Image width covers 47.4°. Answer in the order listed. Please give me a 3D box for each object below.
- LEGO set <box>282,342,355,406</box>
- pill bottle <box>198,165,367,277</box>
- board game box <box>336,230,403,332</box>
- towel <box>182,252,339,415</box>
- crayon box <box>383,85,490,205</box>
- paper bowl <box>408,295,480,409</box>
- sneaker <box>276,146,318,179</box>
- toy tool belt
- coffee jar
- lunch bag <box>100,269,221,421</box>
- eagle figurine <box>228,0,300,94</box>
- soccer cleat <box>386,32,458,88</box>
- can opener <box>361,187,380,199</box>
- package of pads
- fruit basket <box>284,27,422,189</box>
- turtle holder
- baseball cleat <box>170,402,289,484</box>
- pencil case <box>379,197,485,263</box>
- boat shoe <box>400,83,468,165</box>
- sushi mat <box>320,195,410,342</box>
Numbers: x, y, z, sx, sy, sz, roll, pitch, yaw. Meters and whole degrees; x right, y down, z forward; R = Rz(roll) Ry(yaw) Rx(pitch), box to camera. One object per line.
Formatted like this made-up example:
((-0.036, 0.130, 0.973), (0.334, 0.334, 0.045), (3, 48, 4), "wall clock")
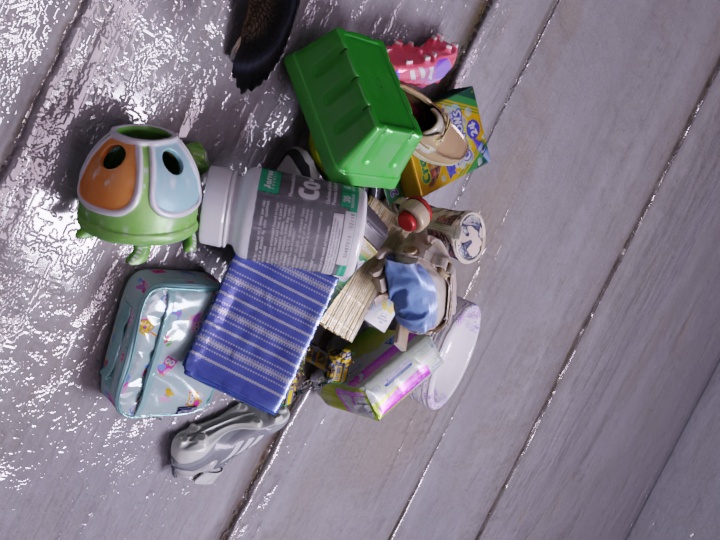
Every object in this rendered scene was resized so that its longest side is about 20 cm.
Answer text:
((-0.098, 0.103, 1.215), (0.198, 0.152, 0.118), (-7, 118, -46), "LEGO set")
((-0.096, -0.064, 1.021), (0.195, 0.113, 0.116), (10, 110, -8), "pill bottle")
((-0.004, -0.013, 1.251), (0.199, 0.034, 0.136), (35, 82, -32), "board game box")
((-0.132, 0.071, 1.073), (0.024, 0.142, 0.203), (-168, -76, -87), "towel")
((0.113, -0.199, 1.301), (0.198, 0.051, 0.128), (-29, 110, -31), "crayon box")
((0.130, 0.137, 1.474), (0.201, 0.103, 0.204), (-48, 149, -40), "paper bowl")
((-0.122, -0.074, 1.144), (0.087, 0.075, 0.204), (2, 110, -46), "sneaker")
((0.071, 0.008, 1.193), (0.123, 0.123, 0.203), (-41, 129, -34), "toy tool belt")
((-0.053, -0.014, 1.139), (0.201, 0.085, 0.104), (-49, 137, 0), "coffee jar")
((-0.261, 0.103, 1.101), (0.158, 0.076, 0.204), (4, 108, -47), "lunch bag")
((-0.116, -0.332, 0.973), (0.151, 0.149, 0.204), (-33, 123, -40), "eagle figurine")
((0.083, -0.297, 1.209), (0.199, 0.066, 0.078), (-36, 153, -52), "soccer cleat")
((0.005, -0.046, 1.302), (0.052, 0.066, 0.205), (-10, 114, -39), "can opener")
((0.020, 0.165, 1.331), (0.153, 0.199, 0.069), (-37, 106, -23), "package of pads")
((-0.026, -0.194, 1.122), (0.153, 0.214, 0.220), (0, 112, -44), "fruit basket")
((-0.240, -0.097, 0.961), (0.182, 0.140, 0.135), (-7, 116, -38), "turtle holder")
((-0.203, 0.265, 1.271), (0.196, 0.070, 0.108), (-11, 127, -30), "baseball cleat")
((0.109, -0.069, 1.287), (0.088, 0.198, 0.080), (6, 99, -41), "pencil case")
((0.095, -0.213, 1.214), (0.197, 0.066, 0.076), (23, 79, -35), "boat shoe")
((0.000, 0.000, 1.229), (0.095, 0.012, 0.203), (33, 83, -33), "sushi mat")
